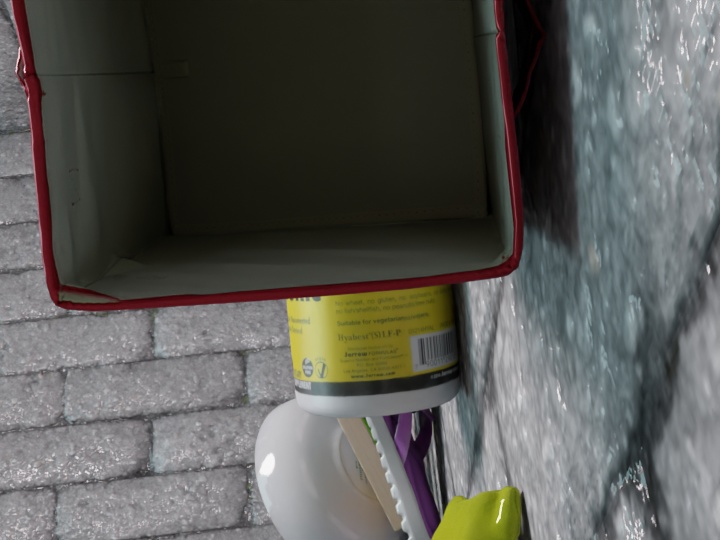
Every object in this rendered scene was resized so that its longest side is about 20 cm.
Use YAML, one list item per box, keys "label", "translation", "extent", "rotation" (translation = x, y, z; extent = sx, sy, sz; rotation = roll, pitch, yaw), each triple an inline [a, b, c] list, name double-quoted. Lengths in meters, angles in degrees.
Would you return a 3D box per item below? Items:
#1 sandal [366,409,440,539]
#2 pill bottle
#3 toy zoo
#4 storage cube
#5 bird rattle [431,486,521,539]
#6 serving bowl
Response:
- label: "sandal"
  translation: [0.040, 0.129, 0.975]
  extent: [0.082, 0.049, 0.205]
  rotation: [-26, -81, -76]
- label: "pill bottle"
  translation: [0.003, -0.014, 0.780]
  extent: [0.111, 0.110, 0.203]
  rotation: [-139, 44, -86]
- label: "toy zoo"
  translation: [0.018, 0.176, 1.122]
  extent: [0.132, 0.020, 0.200]
  rotation: [62, -179, 12]
- label: "storage cube"
  translation: [-0.028, -0.089, 0.499]
  extent: [0.180, 0.197, 0.174]
  rotation: [-74, -22, -80]
- label: "bird rattle"
  translation: [0.060, 0.213, 0.582]
  extent: [0.164, 0.111, 0.202]
  rotation: [68, 179, -56]
- label: "serving bowl"
  translation: [-0.012, 0.211, 1.230]
  extent: [0.066, 0.199, 0.202]
  rotation: [-36, 45, 32]
